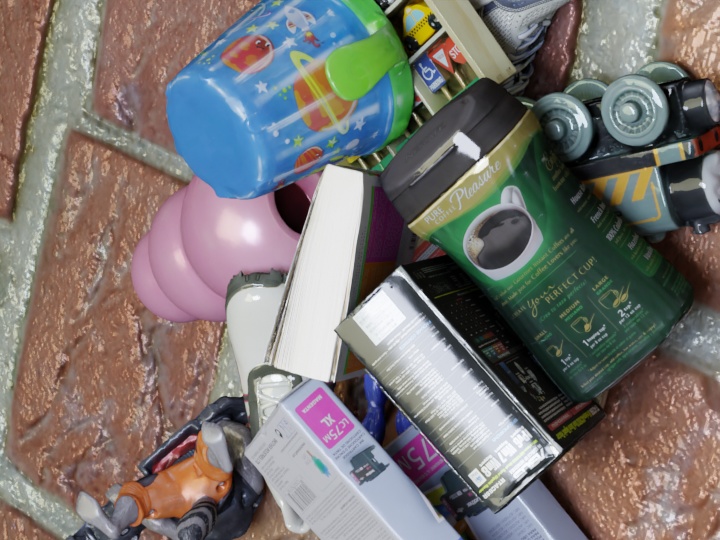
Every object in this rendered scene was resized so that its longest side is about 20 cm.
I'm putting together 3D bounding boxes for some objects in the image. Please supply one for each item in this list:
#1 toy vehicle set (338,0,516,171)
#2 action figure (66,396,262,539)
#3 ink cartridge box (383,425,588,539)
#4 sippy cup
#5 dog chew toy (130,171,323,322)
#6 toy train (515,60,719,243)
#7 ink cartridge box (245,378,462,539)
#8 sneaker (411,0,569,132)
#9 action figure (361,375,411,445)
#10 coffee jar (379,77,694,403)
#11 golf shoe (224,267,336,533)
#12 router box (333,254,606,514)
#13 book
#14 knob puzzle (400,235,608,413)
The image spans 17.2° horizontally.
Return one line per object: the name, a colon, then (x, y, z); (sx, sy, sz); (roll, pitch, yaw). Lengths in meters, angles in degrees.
toy vehicle set: (0.015, -0.140, 1.624); (0.125, 0.026, 0.200); (54, 146, 2)
action figure: (-0.140, 0.182, 1.759); (0.200, 0.193, 0.105); (-43, 74, 5)
ink cartridge box: (0.088, 0.191, 1.628); (0.200, 0.042, 0.119); (49, 123, 3)
sippy cup: (-0.056, -0.116, 1.591); (0.140, 0.130, 0.178); (42, 144, 20)
dog chew toy: (-0.100, -0.018, 1.766); (0.200, 0.124, 0.125); (-28, 75, 47)
toy train: (0.149, -0.065, 1.557); (0.199, 0.085, 0.115); (-12, 98, 27)
ink cartridge box: (0.011, 0.169, 1.576); (0.200, 0.042, 0.119); (50, 157, 6)
sneaker: (0.093, -0.149, 1.624); (0.200, 0.077, 0.086); (-30, 83, 47)
action figure: (0.020, 0.064, 1.709); (0.065, 0.052, 0.201); (-15, 80, 36)
coffee jar: (0.109, -0.021, 1.499); (0.200, 0.085, 0.104); (47, 116, -4)
golf shoe: (-0.049, 0.092, 1.696); (0.077, 0.088, 0.201); (-8, 122, 13)
router box: (0.074, 0.066, 1.506); (0.062, 0.200, 0.150); (-44, 82, 12)
book: (0.000, 0.000, 1.563); (0.048, 0.200, 0.135); (15, 93, 13)
knob puzzle: (0.100, 0.033, 1.640); (0.218, 0.030, 0.221); (-2, 86, 26)
